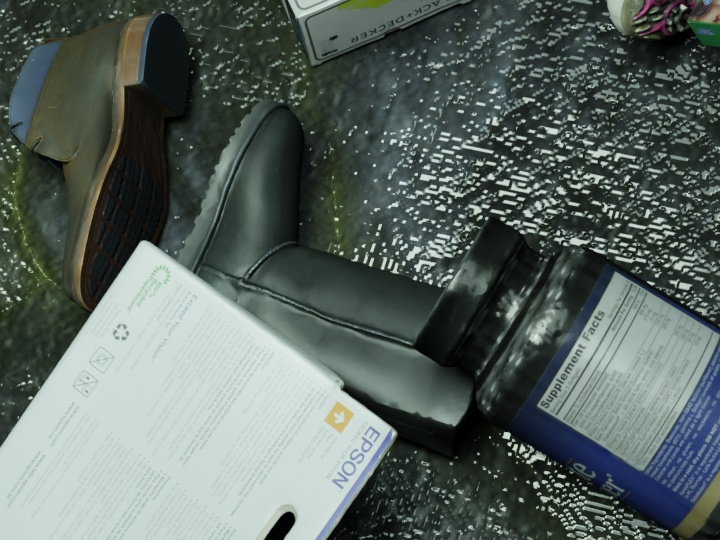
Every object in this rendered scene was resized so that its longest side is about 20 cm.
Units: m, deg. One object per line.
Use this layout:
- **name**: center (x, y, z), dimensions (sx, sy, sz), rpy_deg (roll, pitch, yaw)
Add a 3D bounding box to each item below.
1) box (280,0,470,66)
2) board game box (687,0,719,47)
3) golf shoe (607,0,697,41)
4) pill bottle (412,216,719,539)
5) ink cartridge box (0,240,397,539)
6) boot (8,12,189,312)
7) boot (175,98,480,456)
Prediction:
- **box**: center (-0.019, -0.243, 1.570), dimensions (0.116, 0.060, 0.200), rpy_deg (-22, 63, -2)
- **board game box**: center (0.295, -0.218, 1.475), dimensions (0.134, 0.029, 0.200), rpy_deg (13, 68, 38)
- **golf shoe**: center (0.196, -0.224, 1.530), dimensions (0.092, 0.073, 0.200), rpy_deg (13, 59, 34)
- **pill bottle**: center (0.135, 0.057, 1.343), dimensions (0.200, 0.112, 0.112), rpy_deg (31, 71, 3)
- **ink cartridge box**: center (-0.101, 0.117, 1.387), dimensions (0.200, 0.041, 0.200), rpy_deg (36, 92, 23)
- **boot**: center (-0.172, -0.065, 1.512), dimensions (0.097, 0.075, 0.200), rpy_deg (-1, 62, 28)
- **boot**: center (0.000, 0.001, 1.443), dimensions (0.200, 0.066, 0.165), rpy_deg (19, 77, 20)
